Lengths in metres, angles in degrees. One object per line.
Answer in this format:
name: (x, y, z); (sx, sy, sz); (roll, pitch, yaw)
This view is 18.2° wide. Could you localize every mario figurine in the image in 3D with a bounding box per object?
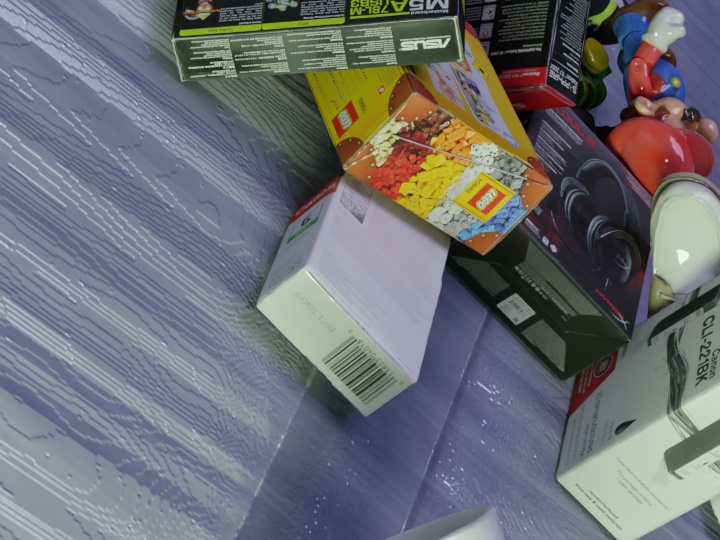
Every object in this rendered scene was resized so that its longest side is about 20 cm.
mario figurine: (0.260, -0.136, 1.854); (0.123, 0.106, 0.201); (35, 35, -29)

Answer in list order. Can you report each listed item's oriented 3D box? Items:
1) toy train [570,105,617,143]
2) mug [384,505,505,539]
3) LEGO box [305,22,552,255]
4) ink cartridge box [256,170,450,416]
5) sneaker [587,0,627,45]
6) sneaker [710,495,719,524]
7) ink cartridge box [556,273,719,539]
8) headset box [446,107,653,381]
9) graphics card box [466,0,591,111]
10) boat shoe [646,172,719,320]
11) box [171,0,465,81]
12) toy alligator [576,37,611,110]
toy train: (0.213, -0.104, 1.902); (0.199, 0.046, 0.034); (23, 46, -41)
mug: (0.022, 0.244, 1.316); (0.149, 0.185, 0.154); (5, 62, -89)
LEGO box: (0.037, -0.128, 1.617); (0.148, 0.077, 0.201); (30, 25, -37)
ink cartridge box: (0.000, 0.000, 1.531); (0.109, 0.050, 0.200); (46, 26, -15)
sneaker: (0.151, -0.220, 1.913); (0.199, 0.072, 0.084); (23, 57, -32)
sneaker: (0.354, 0.147, 1.814); (0.073, 0.114, 0.200); (55, 34, -4)
ink cartridge box: (0.251, 0.090, 1.647); (0.084, 0.199, 0.145); (44, 35, -19)
headset box: (0.150, -0.039, 1.739); (0.149, 0.077, 0.201); (45, 36, -18)
graphics card box: (0.119, -0.221, 1.742); (0.051, 0.125, 0.202); (25, 68, -47)
boat shoe: (0.258, 0.022, 1.733); (0.069, 0.074, 0.201); (-64, 148, -51)
box: (-0.024, -0.216, 1.568); (0.048, 0.198, 0.194); (78, 10, -48)
toy alligator: (0.153, -0.164, 1.861); (0.199, 0.059, 0.055); (9, 54, -49)
